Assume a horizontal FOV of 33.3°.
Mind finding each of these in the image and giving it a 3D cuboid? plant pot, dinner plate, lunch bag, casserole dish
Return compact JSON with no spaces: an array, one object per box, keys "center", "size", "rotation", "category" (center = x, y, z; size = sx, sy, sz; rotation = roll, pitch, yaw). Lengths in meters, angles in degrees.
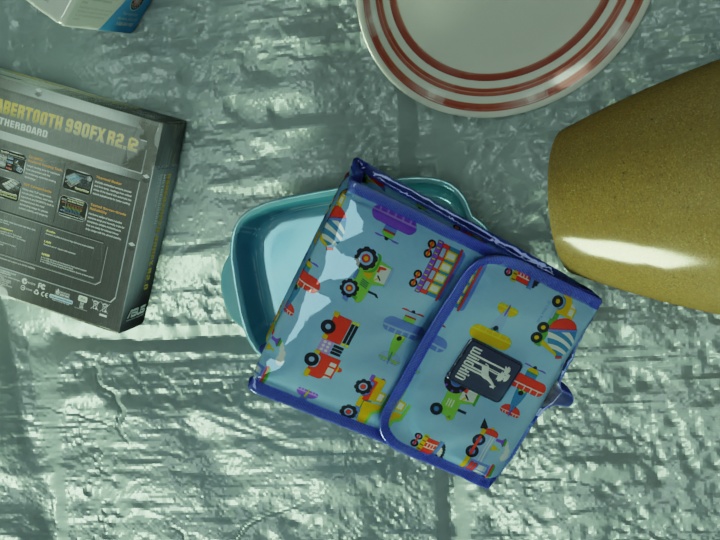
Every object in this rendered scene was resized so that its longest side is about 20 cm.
[{"center":[0.221,-0.050,0.731],"size":[0.198,0.186,0.189],"rotation":[-3,98,26],"category":"plant pot"},{"center":[0.093,-0.187,0.760],"size":[0.198,0.024,0.202],"rotation":[-8,129,-9],"category":"dinner plate"},{"center":[0.049,0.043,0.793],"size":[0.199,0.094,0.152],"rotation":[26,103,-5],"category":"lunch bag"},{"center":[0.000,0.000,0.850],"size":[0.198,0.039,0.123],"rotation":[-8,97,15],"category":"casserole dish"}]

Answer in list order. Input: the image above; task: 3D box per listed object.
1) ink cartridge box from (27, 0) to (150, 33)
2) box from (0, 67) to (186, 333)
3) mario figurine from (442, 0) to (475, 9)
[{"center":[-0.151,-0.264,0.804],"size":[0.066,0.116,0.201],"rotation":[35,104,7],"category":"ink cartridge box"},{"center":[-0.242,-0.059,0.891],"size":[0.198,0.048,0.160],"rotation":[16,101,10],"category":"box"},{"center":[0.104,-0.271,0.778],"size":[0.123,0.106,0.201],"rotation":[22,118,-28],"category":"mario figurine"}]
